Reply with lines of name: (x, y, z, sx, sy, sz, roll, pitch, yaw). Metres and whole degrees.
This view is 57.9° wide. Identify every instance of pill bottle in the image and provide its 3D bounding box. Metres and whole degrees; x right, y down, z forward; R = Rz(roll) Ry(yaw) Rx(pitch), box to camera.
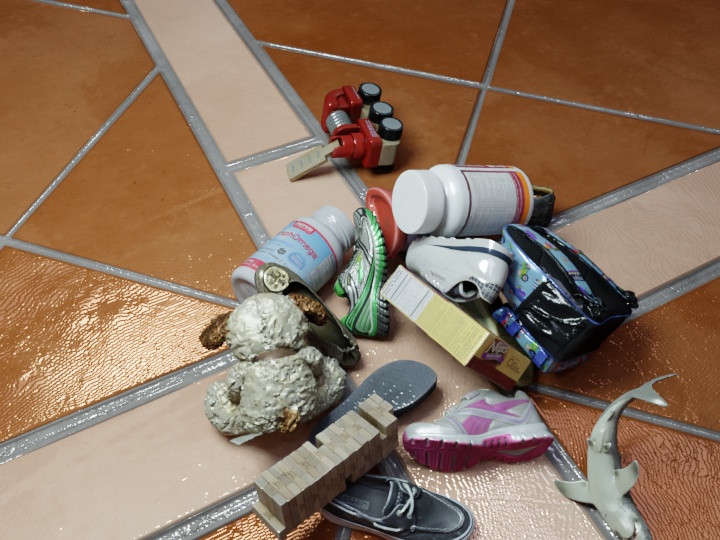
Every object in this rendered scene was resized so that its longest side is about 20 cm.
pill bottle: (-0.098, -0.013, 1.015, 0.108, 0.109, 0.200, 31, 56, 22)
pill bottle: (0.153, -0.103, 0.976, 0.199, 0.110, 0.110, -4, 48, -30)

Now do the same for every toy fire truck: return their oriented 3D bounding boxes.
toy fire truck: (-0.044, -0.252, 1.223, 0.198, 0.129, 0.177, -8, 50, -21)

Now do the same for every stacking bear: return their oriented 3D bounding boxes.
stacking bear: (0.124, -0.086, 1.083, 0.199, 0.114, 0.123, -7, 94, -22)

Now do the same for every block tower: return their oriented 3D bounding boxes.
block tower: (-0.036, 0.228, 0.777, 0.199, 0.058, 0.054, -31, 42, -32)

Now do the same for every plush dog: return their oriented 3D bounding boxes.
plush dog: (-0.117, 0.116, 0.843, 0.198, 0.160, 0.173, -13, 88, -11)

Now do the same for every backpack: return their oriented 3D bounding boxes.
backpack: (0.268, 0.029, 0.940, 0.182, 0.135, 0.200, -5, 47, -51)

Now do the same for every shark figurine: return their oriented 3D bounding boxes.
shark figurine: (0.330, 0.229, 0.833, 0.128, 0.216, 0.089, 8, 2, 43)

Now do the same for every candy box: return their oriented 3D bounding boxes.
candy box: (0.127, 0.077, 0.903, 0.057, 0.116, 0.200, -53, 41, 4)

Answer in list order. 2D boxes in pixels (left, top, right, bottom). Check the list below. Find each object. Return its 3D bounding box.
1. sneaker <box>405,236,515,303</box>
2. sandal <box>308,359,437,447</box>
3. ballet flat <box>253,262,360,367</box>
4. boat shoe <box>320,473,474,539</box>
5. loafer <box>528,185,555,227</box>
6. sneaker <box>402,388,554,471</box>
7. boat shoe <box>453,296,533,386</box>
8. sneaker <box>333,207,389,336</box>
sneaker: (0.125, 0.001, 0.925, 0.076, 0.199, 0.081, 24, 78, -30)
sandal: (0.017, 0.192, 0.899, 0.199, 0.043, 0.076, -31, 50, -13)
ballet flat: (-0.070, 0.063, 0.923, 0.200, 0.046, 0.067, 48, 62, -13)
boat shoe: (0.043, 0.287, 0.796, 0.198, 0.068, 0.072, 12, 51, 9)
loafer: (0.245, -0.138, 1.149, 0.198, 0.073, 0.073, 12, 52, 9)
sneaker: (0.149, 0.207, 0.865, 0.198, 0.082, 0.089, -1, 48, -12)
boat shoe: (0.191, 0.092, 0.973, 0.073, 0.063, 0.202, 11, 45, -42)
sneaker: (0.000, 0.000, 0.992, 0.084, 0.078, 0.202, -2, 77, 2)
